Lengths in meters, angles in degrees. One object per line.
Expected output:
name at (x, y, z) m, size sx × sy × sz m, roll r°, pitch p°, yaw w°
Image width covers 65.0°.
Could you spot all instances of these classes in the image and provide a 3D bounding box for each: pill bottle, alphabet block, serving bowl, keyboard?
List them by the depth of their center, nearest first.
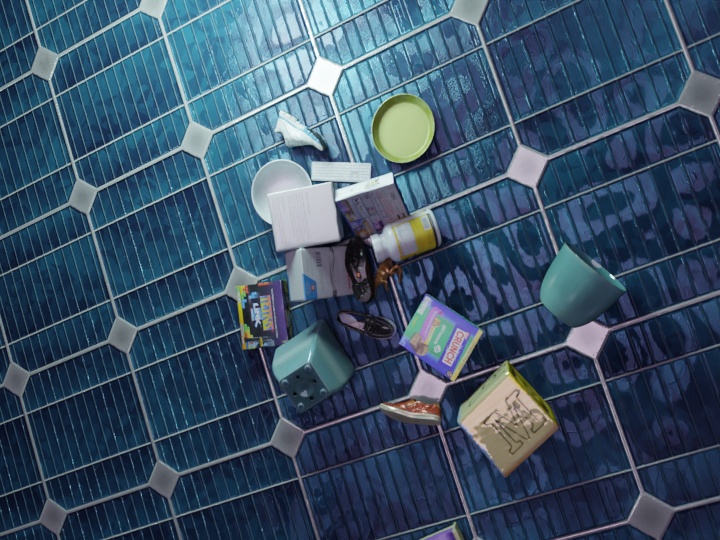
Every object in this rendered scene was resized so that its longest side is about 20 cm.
alphabet block at (0.403, 0.401, 1.565) m, size 0.197 × 0.195 × 0.200 m, roll 46°, pitch 101°, yaw 8°
pill bottle at (0.130, -0.095, 1.653) m, size 0.194 × 0.112 × 0.116 m, roll -19°, pitch 86°, yaw -1°
keyboard at (-0.062, -0.309, 1.774) m, size 0.193 × 0.011 × 0.059 m, roll 4°, pitch 91°, yaw 15°
serving bowl at (-0.242, -0.242, 1.783) m, size 0.192 × 0.066 × 0.208 m, roll 0°, pitch 95°, yaw 1°

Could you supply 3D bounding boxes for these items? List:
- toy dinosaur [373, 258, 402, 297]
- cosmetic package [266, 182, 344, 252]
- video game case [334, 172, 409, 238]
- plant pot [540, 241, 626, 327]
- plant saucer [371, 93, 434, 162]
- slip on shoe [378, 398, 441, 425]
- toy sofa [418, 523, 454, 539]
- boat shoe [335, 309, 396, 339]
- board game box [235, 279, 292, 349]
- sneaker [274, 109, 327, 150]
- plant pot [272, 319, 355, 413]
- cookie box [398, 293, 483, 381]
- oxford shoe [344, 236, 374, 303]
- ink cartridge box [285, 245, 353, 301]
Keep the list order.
toy dinosaur at (0.081, -0.011, 1.713) m, size 0.103 × 0.060 × 0.206 m, roll 21°, pitch 95°, yaw 15°
cosmetic package at (-0.157, -0.159, 1.673) m, size 0.193 × 0.165 × 0.171 m, roll -8°, pitch 96°, yaw 3°
video game case at (0.040, -0.185, 1.657) m, size 0.176 × 0.201 × 0.047 m, roll -16°, pitch 55°, yaw 12°
plant pot at (0.581, 0.052, 1.524) m, size 0.199 × 0.200 × 0.163 m, roll 39°, pitch 111°, yaw 11°
plant saucer at (0.130, -0.428, 1.716) m, size 0.193 × 0.031 × 0.208 m, roll 0°, pitch 90°, yaw 15°
slip on shoe at (0.150, 0.419, 1.699) m, size 0.193 × 0.075 × 0.063 m, roll 2°, pitch 56°, yaw 20°
toy sofa at (0.213, 0.830, 1.661) m, size 0.196 × 0.097 × 0.085 m, roll -29°, pitch 84°, yaw 13°
boat shoe at (0.014, 0.163, 1.726) m, size 0.194 × 0.066 × 0.072 m, roll 19°, pitch 95°, yaw 14°
board game box at (-0.308, 0.142, 1.814) m, size 0.160 × 0.057 × 0.208 m, roll -8°, pitch 88°, yaw 15°
sneaker at (-0.190, -0.418, 1.784) m, size 0.198 × 0.074 × 0.088 m, roll 36°, pitch 106°, yaw 19°
plant pot at (-0.149, 0.306, 1.677) m, size 0.193 × 0.200 × 0.199 m, roll -32°, pitch 100°, yaw 12°
cookie box at (0.237, 0.195, 1.665) m, size 0.197 × 0.075 × 0.175 m, roll 32°, pitch 97°, yaw 11°
oxford shoe at (0.000, 0.000, 1.710) m, size 0.070 × 0.084 × 0.207 m, roll -12°, pitch 77°, yaw 18°
ink cartridge box at (-0.118, 0.009, 1.689) m, size 0.082 × 0.196 × 0.151 m, roll -8°, pitch 88°, yaw 46°
